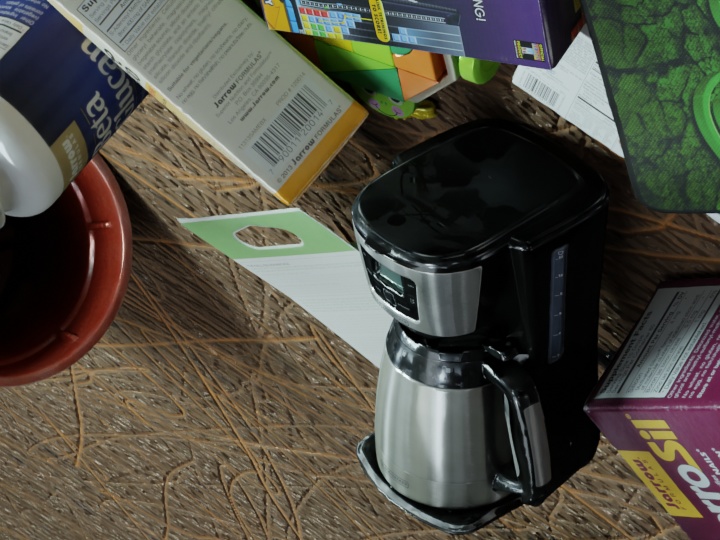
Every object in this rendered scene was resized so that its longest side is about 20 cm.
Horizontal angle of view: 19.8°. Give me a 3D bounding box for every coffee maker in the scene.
[{"bbox_3d":[0.080,0.019,1.196,0.134,0.192,0.201,17,130,23],"label":"coffee maker"}]

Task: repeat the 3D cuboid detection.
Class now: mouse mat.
[{"bbox_3d":[0.187,-0.099,0.970,0.160,0.008,0.201,0,136,25],"label":"mouse mat"}]

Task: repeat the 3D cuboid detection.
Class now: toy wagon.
[{"bbox_3d":[0.005,-0.145,1.140,0.154,0.040,0.201,23,149,29],"label":"toy wagon"}]

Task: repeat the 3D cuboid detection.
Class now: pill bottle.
[{"bbox_3d":[-0.210,-0.105,1.288,0.111,0.200,0.111,29,153,17],"label":"pill bottle"}]

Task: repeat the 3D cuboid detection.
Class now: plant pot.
[{"bbox_3d":[-0.302,-0.017,1.571,0.201,0.201,0.195,48,160,-20],"label":"plant pot"}]

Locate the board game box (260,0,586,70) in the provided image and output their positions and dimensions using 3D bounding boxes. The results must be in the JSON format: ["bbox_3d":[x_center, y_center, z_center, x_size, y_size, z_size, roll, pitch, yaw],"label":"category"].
[{"bbox_3d":[0.015,-0.199,0.974,0.164,0.057,0.201,12,136,29],"label":"board game box"}]

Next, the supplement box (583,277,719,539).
[{"bbox_3d":[0.244,0.080,1.130,0.131,0.103,0.199,48,152,-22],"label":"supplement box"}]

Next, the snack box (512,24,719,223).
[{"bbox_3d":[0.174,-0.068,1.071,0.199,0.024,0.072,35,151,7],"label":"snack box"}]

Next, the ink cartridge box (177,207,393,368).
[{"bbox_3d":[0.000,0.000,1.321,0.200,0.048,0.145,39,157,-29],"label":"ink cartridge box"}]

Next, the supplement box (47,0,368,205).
[{"bbox_3d":[-0.095,-0.128,1.200,0.200,0.074,0.126,41,180,-4],"label":"supplement box"}]
